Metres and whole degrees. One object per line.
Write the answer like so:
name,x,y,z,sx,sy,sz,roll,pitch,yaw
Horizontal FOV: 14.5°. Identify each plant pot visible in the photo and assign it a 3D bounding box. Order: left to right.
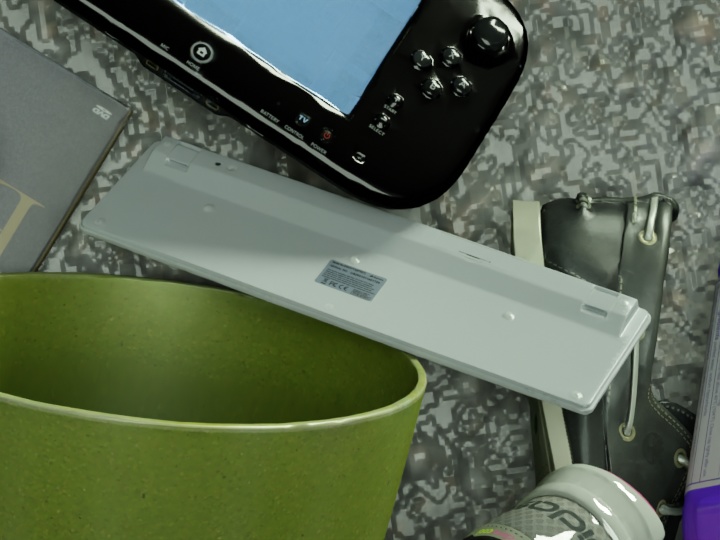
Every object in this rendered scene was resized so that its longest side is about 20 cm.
plant pot,-0.082,0.120,0.955,0.186,0.187,0.202,7,103,-3

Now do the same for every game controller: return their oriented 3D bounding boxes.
game controller,-0.038,-0.103,1.011,0.199,0.042,0.105,33,52,-1

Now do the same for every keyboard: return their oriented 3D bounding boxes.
keyboard,0.000,0.000,0.985,0.199,0.011,0.056,19,50,20

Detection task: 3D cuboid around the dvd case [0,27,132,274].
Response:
dvd case,-0.196,-0.012,1.022,0.148,0.016,0.201,31,86,-2

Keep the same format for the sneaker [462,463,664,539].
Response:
sneaker,0.027,0.153,0.956,0.074,0.087,0.201,43,123,24

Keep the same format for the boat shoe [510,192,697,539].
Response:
boat shoe,0.094,0.072,1.006,0.067,0.072,0.202,-5,84,-3

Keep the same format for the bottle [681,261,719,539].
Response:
bottle,0.153,0.081,0.985,0.083,0.065,0.201,22,67,-30
